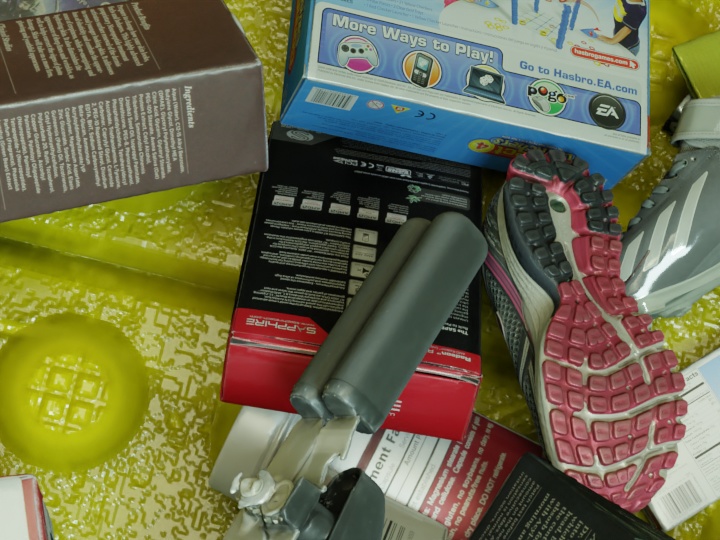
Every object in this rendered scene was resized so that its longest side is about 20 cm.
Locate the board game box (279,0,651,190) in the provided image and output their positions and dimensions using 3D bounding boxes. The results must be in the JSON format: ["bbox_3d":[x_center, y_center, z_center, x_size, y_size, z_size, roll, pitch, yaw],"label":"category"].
[{"bbox_3d":[0.063,-0.160,0.947,0.200,0.056,0.196,11,65,-14],"label":"board game box"}]

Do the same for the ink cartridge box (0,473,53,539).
[{"bbox_3d":[-0.182,0.185,0.801,0.084,0.200,0.145,-8,77,-11],"label":"ink cartridge box"}]

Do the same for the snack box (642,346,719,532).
[{"bbox_3d":[0.234,0.068,0.958,0.200,0.024,0.072,-30,81,-12],"label":"snack box"}]

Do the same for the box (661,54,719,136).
[{"bbox_3d":[0.294,-0.121,1.002,0.137,0.040,0.200,39,76,5],"label":"box"}]

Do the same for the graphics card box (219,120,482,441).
[{"bbox_3d":[0.000,0.000,0.883,0.125,0.051,0.200,9,37,-3],"label":"graphics card box"}]

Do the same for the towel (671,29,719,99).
[{"bbox_3d":[0.286,-0.125,0.975,0.200,0.018,0.086,-21,74,-9],"label":"towel"}]

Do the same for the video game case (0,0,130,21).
[{"bbox_3d":[-0.229,-0.120,0.963,0.200,0.019,0.143,-37,83,-14],"label":"video game case"}]

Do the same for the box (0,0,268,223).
[{"bbox_3d":[-0.158,-0.087,0.894,0.200,0.075,0.100,-13,36,-13],"label":"box"}]

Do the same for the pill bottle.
[{"bbox_3d":[0.028,0.120,0.880,0.200,0.113,0.113,27,75,2],"label":"pill bottle"}]

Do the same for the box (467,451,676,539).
[{"bbox_3d":[0.136,0.184,0.727,0.148,0.200,0.107,32,92,-22],"label":"box"}]

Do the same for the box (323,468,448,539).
[{"bbox_3d":[-0.041,0.201,0.819,0.095,0.078,0.200,27,112,1],"label":"box"}]

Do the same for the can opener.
[{"bbox_3d":[0.000,0.062,0.761,0.066,0.053,0.200,42,63,-26],"label":"can opener"}]

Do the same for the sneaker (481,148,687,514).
[{"bbox_3d":[0.111,0.037,0.873,0.080,0.075,0.200,3,59,-19],"label":"sneaker"}]

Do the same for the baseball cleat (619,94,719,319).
[{"bbox_3d":[0.177,-0.030,0.933,0.200,0.070,0.107,-27,73,15],"label":"baseball cleat"}]
